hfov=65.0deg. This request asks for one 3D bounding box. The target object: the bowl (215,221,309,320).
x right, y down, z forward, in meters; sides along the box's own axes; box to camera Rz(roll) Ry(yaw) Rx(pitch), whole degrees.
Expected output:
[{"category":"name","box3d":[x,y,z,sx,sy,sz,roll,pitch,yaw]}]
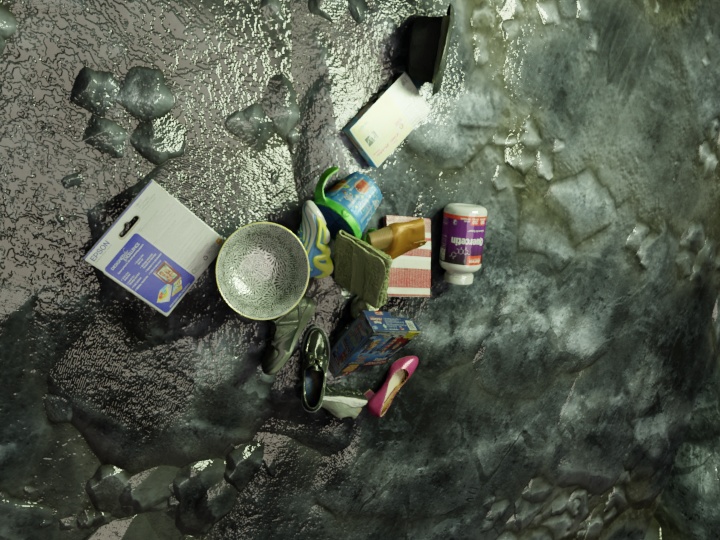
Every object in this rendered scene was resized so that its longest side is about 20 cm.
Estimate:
[{"category":"bowl","box3d":[-0.217,0.001,1.204,0.199,0.094,0.203,0,90,-25]}]

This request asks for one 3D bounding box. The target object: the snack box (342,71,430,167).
[{"category":"snack box","box3d":[0.063,-0.352,1.321,0.200,0.037,0.116,-48,121,-11]}]

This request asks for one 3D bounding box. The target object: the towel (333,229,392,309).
[{"category":"towel","box3d":[0.000,0.000,1.275,0.037,0.148,0.201,-49,161,-29]}]

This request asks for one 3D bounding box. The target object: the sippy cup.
[{"category":"sippy cup","box3d":[-0.023,-0.147,1.278,0.131,0.139,0.178,-50,163,-22]}]

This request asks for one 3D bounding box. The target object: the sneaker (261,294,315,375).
[{"category":"sneaker","box3d":[-0.192,0.131,1.277,0.114,0.076,0.201,32,83,-31]}]

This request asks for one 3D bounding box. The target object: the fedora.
[{"category":"fedora","box3d":[0.152,-0.506,1.284,0.091,0.201,0.203,10,99,1]}]

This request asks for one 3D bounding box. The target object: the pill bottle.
[{"category":"pill bottle","box3d":[0.265,-0.070,1.473,0.112,0.112,0.202,-4,105,-30]}]

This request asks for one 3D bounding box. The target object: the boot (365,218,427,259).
[{"category":"boot","box3d":[0.079,-0.043,1.317,0.143,0.071,0.202,-13,153,-13]}]

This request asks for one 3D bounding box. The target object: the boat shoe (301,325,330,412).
[{"category":"boat shoe","box3d":[-0.105,0.229,1.323,0.068,0.057,0.202,3,77,-7]}]

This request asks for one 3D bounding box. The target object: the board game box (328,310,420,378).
[{"category":"board game box","box3d":[0.016,0.184,1.387,0.200,0.062,0.199,-43,150,26]}]

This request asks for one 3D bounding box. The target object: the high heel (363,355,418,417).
[{"category":"high heel","box3d":[0.094,0.302,1.480,0.199,0.096,0.068,-33,117,-20]}]

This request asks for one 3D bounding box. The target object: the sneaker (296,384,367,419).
[{"category":"sneaker","box3d":[-0.072,0.330,1.404,0.199,0.074,0.080,20,98,-33]}]

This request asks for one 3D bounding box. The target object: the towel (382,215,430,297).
[{"category":"towel","box3d":[0.117,-0.035,1.418,0.143,0.023,0.202,3,86,-31]}]

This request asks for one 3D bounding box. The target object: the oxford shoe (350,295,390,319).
[{"category":"oxford shoe","box3d":[0.040,0.054,1.409,0.075,0.058,0.200,51,60,-14]}]

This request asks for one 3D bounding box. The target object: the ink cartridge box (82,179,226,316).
[{"category":"ink cartridge box","box3d":[-0.401,-0.044,1.123,0.200,0.047,0.198,43,81,-30]}]

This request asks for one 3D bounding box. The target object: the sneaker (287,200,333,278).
[{"category":"sneaker","box3d":[-0.122,-0.053,1.252,0.104,0.076,0.201,-24,129,-16]}]
